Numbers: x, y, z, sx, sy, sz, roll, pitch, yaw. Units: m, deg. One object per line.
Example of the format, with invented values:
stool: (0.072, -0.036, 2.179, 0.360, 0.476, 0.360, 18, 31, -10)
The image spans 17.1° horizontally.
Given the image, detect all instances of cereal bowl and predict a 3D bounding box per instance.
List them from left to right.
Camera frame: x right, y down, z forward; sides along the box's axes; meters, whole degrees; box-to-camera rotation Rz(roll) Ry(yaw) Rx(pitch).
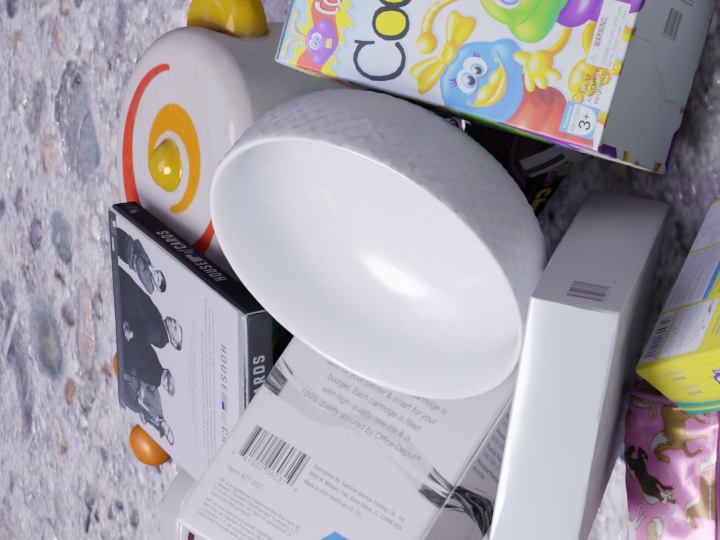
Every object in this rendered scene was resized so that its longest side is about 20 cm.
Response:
cereal bowl: (0.020, -0.026, 1.317, 0.200, 0.083, 0.200, 23, 146, 17)

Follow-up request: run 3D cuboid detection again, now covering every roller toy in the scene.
roller toy: (-0.076, -0.074, 1.593, 0.183, 0.140, 0.200, 60, 139, 32)

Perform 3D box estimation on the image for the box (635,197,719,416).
box: (0.230, 0.000, 1.164, 0.200, 0.048, 0.117, -22, 35, 58)

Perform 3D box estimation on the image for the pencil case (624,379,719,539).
pencil case: (0.182, 0.151, 1.279, 0.086, 0.083, 0.200, 0, 94, 32)

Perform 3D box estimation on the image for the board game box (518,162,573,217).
board game box: (0.061, -0.109, 1.485, 0.200, 0.023, 0.105, 63, 144, 29)

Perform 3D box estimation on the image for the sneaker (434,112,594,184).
sneaker: (0.056, -0.132, 1.398, 0.115, 0.076, 0.200, -29, 64, 15)

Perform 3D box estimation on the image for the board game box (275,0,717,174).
board game box: (0.073, -0.131, 1.298, 0.200, 0.105, 0.103, 18, 94, 28)

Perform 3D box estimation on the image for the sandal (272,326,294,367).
sandal: (0.000, 0.000, 1.489, 0.043, 0.076, 0.200, 23, 98, 32)

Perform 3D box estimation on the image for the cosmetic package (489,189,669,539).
cosmetic package: (0.118, 0.057, 1.279, 0.052, 0.200, 0.151, 10, 109, 11)

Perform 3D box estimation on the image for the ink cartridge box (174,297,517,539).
ink cartridge box: (0.011, 0.108, 1.413, 0.146, 0.084, 0.200, 29, 80, 30)

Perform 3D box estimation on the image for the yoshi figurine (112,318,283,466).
yoshi figurine: (-0.093, 0.073, 1.623, 0.200, 0.112, 0.112, -19, 41, 41)

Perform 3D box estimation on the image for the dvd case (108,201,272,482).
dvd case: (-0.109, 0.058, 1.535, 0.200, 0.025, 0.151, 35, 132, 53)

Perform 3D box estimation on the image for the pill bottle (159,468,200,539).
pill bottle: (-0.047, 0.191, 1.606, 0.200, 0.114, 0.114, 21, 112, 55)
